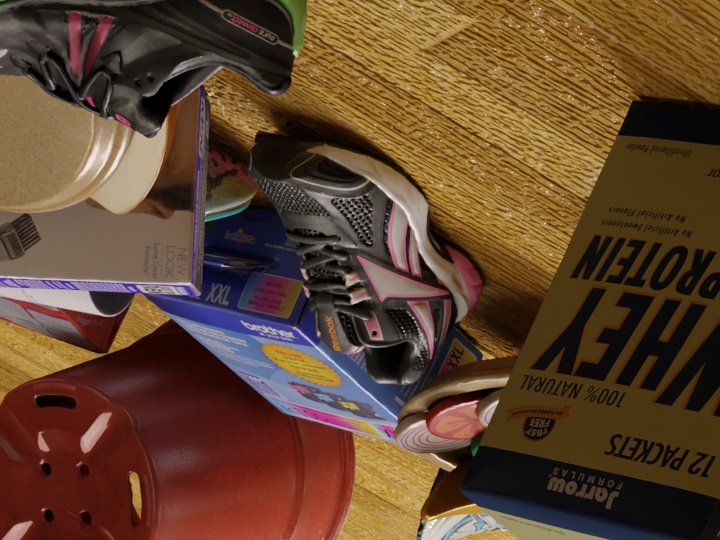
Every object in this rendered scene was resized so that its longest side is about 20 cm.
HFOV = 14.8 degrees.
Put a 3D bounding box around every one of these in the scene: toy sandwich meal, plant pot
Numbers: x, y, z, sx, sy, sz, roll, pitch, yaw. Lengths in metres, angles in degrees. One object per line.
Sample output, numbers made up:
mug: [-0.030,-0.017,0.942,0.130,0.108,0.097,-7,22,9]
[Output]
toy sandwich meal: [-0.182,-0.116,1.406,0.204,0.070,0.206,15,130,19]
toy sandwich meal: [0.119,0.116,1.624,0.204,0.071,0.205,5,156,2]
plant pot: [-0.137,0.132,1.799,0.200,0.202,0.195,16,-166,29]

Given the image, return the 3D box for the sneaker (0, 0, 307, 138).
sneaker: [-0.122,-0.101,1.285,0.199,0.084,0.077,-5,-175,18]

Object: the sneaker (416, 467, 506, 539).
sneaker: [0.092,0.156,1.886,0.086,0.078,0.200,22,164,2]

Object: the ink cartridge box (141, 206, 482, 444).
ink cartridge box: [-0.038,0.024,1.680,0.136,0.077,0.200,11,157,40]

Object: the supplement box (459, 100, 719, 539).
supplement box: [0.182,0.064,1.248,0.134,0.201,0.200,10,157,42]

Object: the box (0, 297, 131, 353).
box: [-0.241,-0.032,1.770,0.199,0.095,0.103,18,162,25]

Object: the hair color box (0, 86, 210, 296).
hair color box: [-0.183,-0.046,1.488,0.199,0.110,0.065,2,174,1]

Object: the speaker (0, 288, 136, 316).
speaker: [-0.227,-0.026,1.656,0.199,0.082,0.081,10,159,24]

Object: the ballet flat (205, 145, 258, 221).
ballet flat: [-0.156,-0.058,1.548,0.199,0.072,0.069,-7,-152,-7]

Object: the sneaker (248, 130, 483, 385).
sneaker: [0.000,0.000,1.525,0.080,0.087,0.200,9,156,41]
